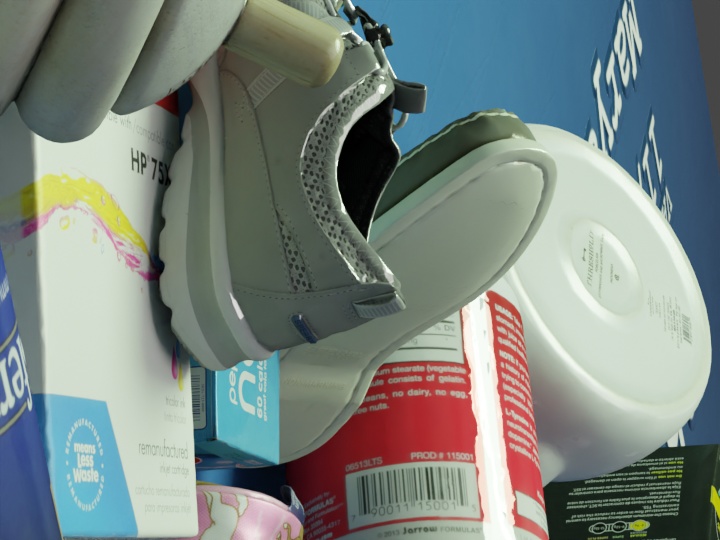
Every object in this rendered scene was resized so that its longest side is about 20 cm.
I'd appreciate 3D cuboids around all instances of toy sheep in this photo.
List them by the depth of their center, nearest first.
[{"bbox_3d":[-0.093,-0.100,0.552,0.138,0.200,0.138,-157,-90,-82],"label":"toy sheep"}]

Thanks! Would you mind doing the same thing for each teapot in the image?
[{"bbox_3d":[0.075,0.028,1.128,0.200,0.146,0.198,-20,79,-52],"label":"teapot"}]

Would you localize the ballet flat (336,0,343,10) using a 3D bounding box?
[{"bbox_3d":[-0.035,-0.112,0.871,0.200,0.069,0.070,-61,-179,29],"label":"ballet flat"}]

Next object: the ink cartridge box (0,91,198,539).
[{"bbox_3d":[-0.104,-0.016,0.665,0.116,0.067,0.201,21,65,-72],"label":"ink cartridge box"}]

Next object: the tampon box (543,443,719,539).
[{"bbox_3d":[0.184,0.238,1.438,0.200,0.126,0.150,-74,153,-49],"label":"tampon box"}]

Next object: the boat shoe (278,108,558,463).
[{"bbox_3d":[-0.002,0.000,0.826,0.072,0.202,0.060,11,48,-36],"label":"boat shoe"}]

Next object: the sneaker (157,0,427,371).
[{"bbox_3d":[-0.015,-0.063,0.720,0.075,0.082,0.201,53,34,-64],"label":"sneaker"}]

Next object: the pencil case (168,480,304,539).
[{"bbox_3d":[-0.060,0.173,0.735,0.083,0.086,0.201,123,-29,-66],"label":"pencil case"}]

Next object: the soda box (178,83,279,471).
[{"bbox_3d":[-0.069,-0.030,0.791,0.068,0.064,0.201,36,52,-68],"label":"soda box"}]

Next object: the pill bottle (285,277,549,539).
[{"bbox_3d":[0.021,0.063,0.959,0.112,0.112,0.200,56,26,-58],"label":"pill bottle"}]

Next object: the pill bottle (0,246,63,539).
[{"bbox_3d":[-0.128,0.050,0.486,0.116,0.115,0.201,-51,134,-67],"label":"pill bottle"}]
